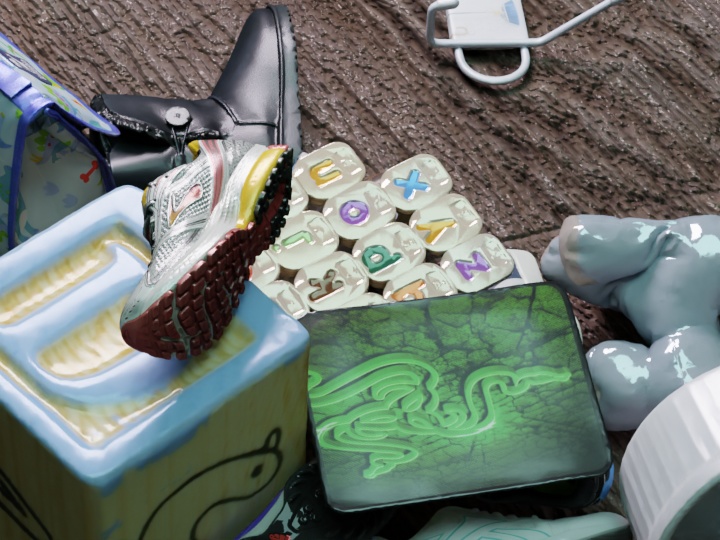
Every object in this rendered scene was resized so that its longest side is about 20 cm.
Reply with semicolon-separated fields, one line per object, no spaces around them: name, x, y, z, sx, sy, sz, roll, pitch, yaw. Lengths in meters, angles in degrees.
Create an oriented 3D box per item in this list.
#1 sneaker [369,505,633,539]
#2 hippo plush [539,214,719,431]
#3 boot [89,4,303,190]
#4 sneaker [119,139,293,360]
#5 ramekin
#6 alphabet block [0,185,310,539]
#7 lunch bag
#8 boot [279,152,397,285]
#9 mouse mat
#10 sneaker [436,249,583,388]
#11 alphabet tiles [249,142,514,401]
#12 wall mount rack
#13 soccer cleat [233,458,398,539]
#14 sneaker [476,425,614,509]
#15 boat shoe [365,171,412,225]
sneaker;0.090;0.192;1.573;0.200;0.070;0.080;-13;48;-14
hippo plush;0.232;0.047;1.690;0.200;0.159;0.161;-3;78;13
boot;-0.134;-0.137;1.847;0.168;0.076;0.200;1;54;-8
sneaker;-0.111;-0.015;1.483;0.082;0.078;0.200;13;39;14
ramekin;0.272;0.150;1.541;0.200;0.201;0.098;-9;42;-11
alphabet block;-0.165;0.100;1.553;0.195;0.200;0.196;-33;57;-27
lunch bag;-0.273;-0.102;1.720;0.127;0.200;0.170;-40;60;-21
boot;-0.060;0.011;1.683;0.096;0.074;0.200;32;71;-4
mouse mat;0.062;0.084;1.565;0.200;0.008;0.161;-8;57;-7
sneaker;0.102;0.046;1.671;0.084;0.075;0.200;1;23;-14
alphabet tiles;0.000;0.000;1.628;0.195;0.015;0.200;-28;66;-19
wall mount rack;0.137;-0.251;1.967;0.173;0.075;0.200;-2;49;-5
soccer cleat;-0.050;0.191;1.564;0.068;0.073;0.200;46;56;8
sneaker;0.080;0.115;1.592;0.199;0.071;0.083;20;8;10
boat shoe;-0.031;-0.018;1.760;0.200;0.070;0.070;-25;17;-17
